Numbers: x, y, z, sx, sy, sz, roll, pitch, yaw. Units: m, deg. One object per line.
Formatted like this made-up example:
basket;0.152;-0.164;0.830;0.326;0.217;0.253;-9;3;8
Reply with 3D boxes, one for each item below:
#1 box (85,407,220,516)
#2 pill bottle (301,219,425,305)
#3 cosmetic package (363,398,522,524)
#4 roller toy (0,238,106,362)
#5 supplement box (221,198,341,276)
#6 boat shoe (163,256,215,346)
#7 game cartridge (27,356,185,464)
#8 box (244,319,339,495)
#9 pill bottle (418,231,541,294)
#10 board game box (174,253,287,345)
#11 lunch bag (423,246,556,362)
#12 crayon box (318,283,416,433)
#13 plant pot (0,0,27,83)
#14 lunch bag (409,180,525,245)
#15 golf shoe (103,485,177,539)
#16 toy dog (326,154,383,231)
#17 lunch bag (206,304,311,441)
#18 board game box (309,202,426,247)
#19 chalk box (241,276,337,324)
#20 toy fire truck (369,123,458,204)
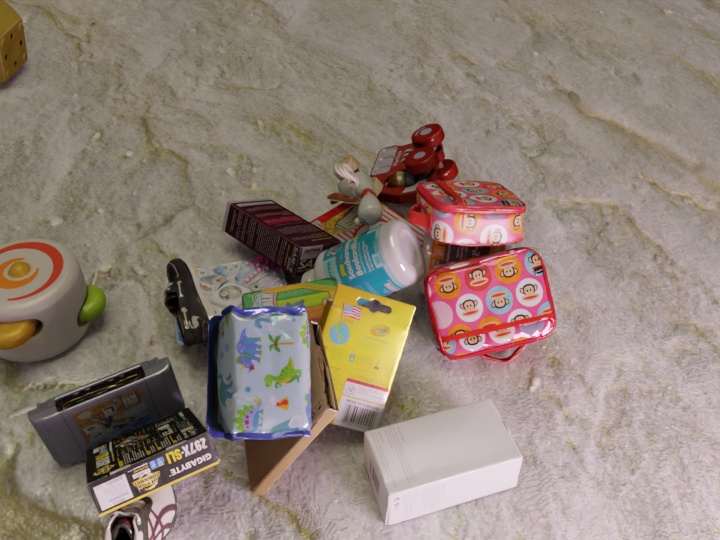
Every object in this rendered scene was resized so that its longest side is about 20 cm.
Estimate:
box;-0.284;0.249;1.100;0.159;0.050;0.200;-24;7;-18
pill bottle;0.000;0.000;1.368;0.199;0.111;0.111;-24;36;26
cosmetic package;0.113;0.265;1.152;0.199;0.081;0.113;-10;44;-13
roller toy;-0.542;0.044;1.338;0.182;0.140;0.200;30;51;28
supplement box;-0.144;-0.063;1.481;0.199;0.061;0.109;31;26;33
boat shoe;-0.285;0.049;1.321;0.060;0.074;0.200;-14;46;-24
game cartridge;-0.354;0.204;1.172;0.199;0.134;0.042;-22;46;-15
box;-0.106;0.192;1.157;0.021;0.200;0.164;21;34;-30
pill bottle;0.204;-0.004;1.413;0.199;0.117;0.117;7;43;8
board game box;-0.224;0.039;1.412;0.199;0.026;0.200;-10;37;-11
lunch bag;0.208;0.063;1.318;0.199;0.177;0.082;-14;5;2
crayon box;-0.008;0.127;1.199;0.126;0.201;0.051;17;4;-12
plant pot;-0.908;-0.544;1.937;0.199;0.195;0.196;14;44;1
lunch bag;0.165;-0.096;1.357;0.175;0.083;0.200;-1;17;-8
golf shoe;-0.290;0.331;1.072;0.077;0.088;0.201;0;40;1
toy dog;-0.016;-0.129;1.486;0.132;0.096;0.200;46;16;-5
lunch bag;-0.141;0.138;1.094;0.127;0.200;0.171;1;82;-15
board game box;0.019;-0.055;1.516;0.151;0.046;0.200;-34;53;-31
chalk box;-0.119;0.108;1.284;0.199;0.124;0.125;-11;43;-12
toy fire truck;0.095;-0.196;1.640;0.167;0.112;0.201;-10;37;25
